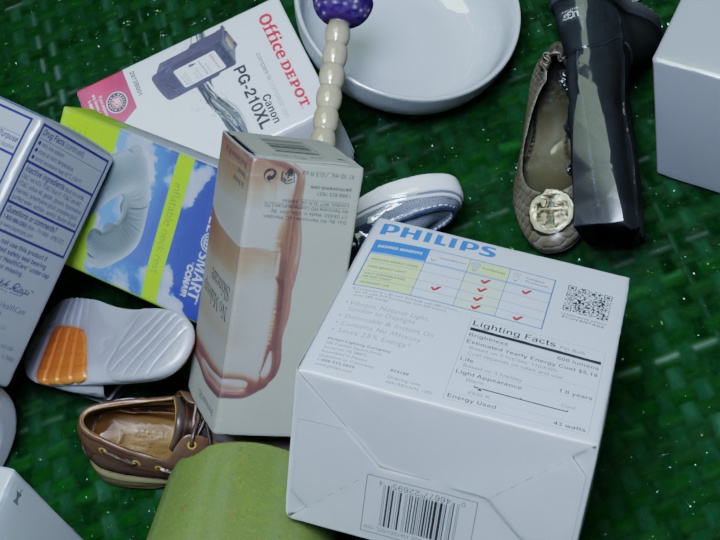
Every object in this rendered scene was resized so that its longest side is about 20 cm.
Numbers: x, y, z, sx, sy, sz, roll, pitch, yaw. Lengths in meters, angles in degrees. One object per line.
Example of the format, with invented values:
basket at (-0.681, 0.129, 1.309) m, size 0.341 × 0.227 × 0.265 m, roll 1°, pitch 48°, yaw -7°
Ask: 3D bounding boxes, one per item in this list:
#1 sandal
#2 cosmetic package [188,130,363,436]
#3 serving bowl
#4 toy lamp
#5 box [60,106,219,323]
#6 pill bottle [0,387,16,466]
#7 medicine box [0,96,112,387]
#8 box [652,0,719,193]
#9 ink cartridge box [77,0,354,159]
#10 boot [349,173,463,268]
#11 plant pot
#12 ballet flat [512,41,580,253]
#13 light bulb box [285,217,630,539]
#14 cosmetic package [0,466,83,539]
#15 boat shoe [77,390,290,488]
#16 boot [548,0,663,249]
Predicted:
sandal at (-0.192, 0.072, 1.124) m, size 0.205 × 0.059 × 0.080 m, roll 3°, pitch 59°, yaw 44°
cosmetic package at (-0.065, 0.009, 1.029) m, size 0.086 × 0.203 × 0.103 m, roll 4°, pitch 14°, yaw -20°
serving bowl at (0.037, -0.214, 1.233) m, size 0.197 × 0.066 × 0.203 m, roll 4°, pitch 61°, yaw -6°
toy lamp at (-0.026, -0.124, 1.123) m, size 0.057 × 0.058 × 0.203 m, roll 5°, pitch 74°, yaw 17°
box at (-0.159, -0.040, 1.111) m, size 0.198 × 0.048 × 0.124 m, roll 21°, pitch 101°, yaw 22°
pill bottle at (-0.382, 0.103, 1.136) m, size 0.198 × 0.112 × 0.112 m, roll 25°, pitch 68°, yaw 25°
medicine box at (-0.319, -0.042, 1.082) m, size 0.181 × 0.103 × 0.202 m, roll 24°, pitch 86°, yaw 27°
box at (0.314, -0.181, 1.107) m, size 0.105 × 0.153 × 0.201 m, roll 20°, pitch 66°, yaw 23°
ink cartridge box at (-0.124, -0.125, 1.223) m, size 0.198 × 0.085 × 0.146 m, roll -26°, pitch 58°, yaw -1°
boot at (0.000, 0.000, 1.134) m, size 0.198 × 0.073 × 0.091 m, roll -24°, pitch 61°, yaw 10°
plant pot at (-0.083, 0.228, 0.961) m, size 0.197 × 0.201 × 0.192 m, roll -5°, pitch 46°, yaw 11°
ballet flat at (0.161, -0.108, 1.165) m, size 0.066 × 0.047 × 0.202 m, roll 1°, pitch 60°, yaw 15°
light bulb box at (0.071, 0.083, 0.965) m, size 0.196 × 0.126 × 0.201 m, roll 14°, pitch 33°, yaw 10°
cosmetic package at (-0.309, 0.217, 0.997) m, size 0.197 × 0.200 × 0.124 m, roll 6°, pitch 60°, yaw 17°
boat shoe at (-0.124, 0.130, 1.082) m, size 0.197 × 0.068 × 0.073 m, roll -1°, pitch 59°, yaw 13°
boot at (0.207, -0.115, 1.131) m, size 0.065 × 0.164 × 0.203 m, roll -17°, pitch 73°, yaw 33°
